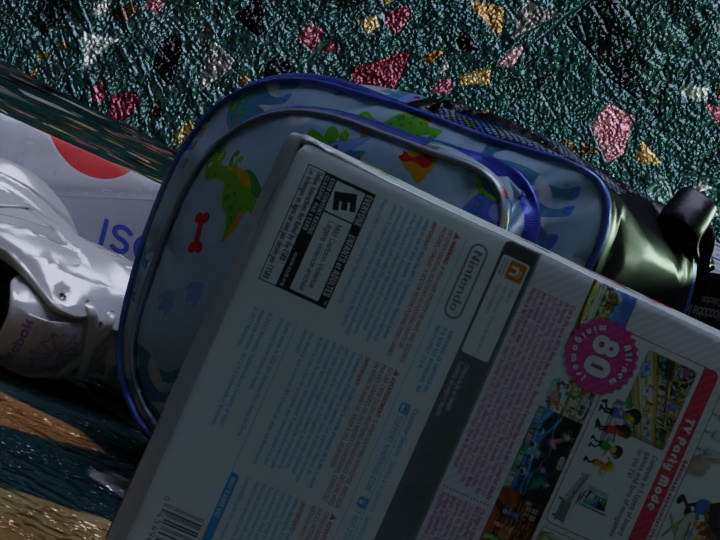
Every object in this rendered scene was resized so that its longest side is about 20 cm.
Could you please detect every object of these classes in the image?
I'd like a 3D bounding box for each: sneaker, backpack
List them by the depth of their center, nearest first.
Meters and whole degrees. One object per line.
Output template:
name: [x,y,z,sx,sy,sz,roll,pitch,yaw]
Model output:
backpack: [0.000,0.017,0.814,0.199,0.184,0.147,23,0,38]
sneaker: [-0.115,0.029,0.925,0.199,0.075,0.100,28,27,-6]

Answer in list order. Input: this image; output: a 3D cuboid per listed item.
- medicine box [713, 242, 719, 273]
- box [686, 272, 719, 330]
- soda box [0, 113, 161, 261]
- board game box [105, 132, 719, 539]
medicine box: [0.124,0.044,1.271,0.199,0.104,0.182,-22,35,-36]
box: [0.194,0.038,0.878,0.142,0.036,0.200,20,-3,-14]
soda box: [-0.157,-0.023,1.070,0.199,0.069,0.063,24,-26,-27]
board game box: [0.039,0.066,0.665,0.199,0.149,0.064,25,1,-8]
